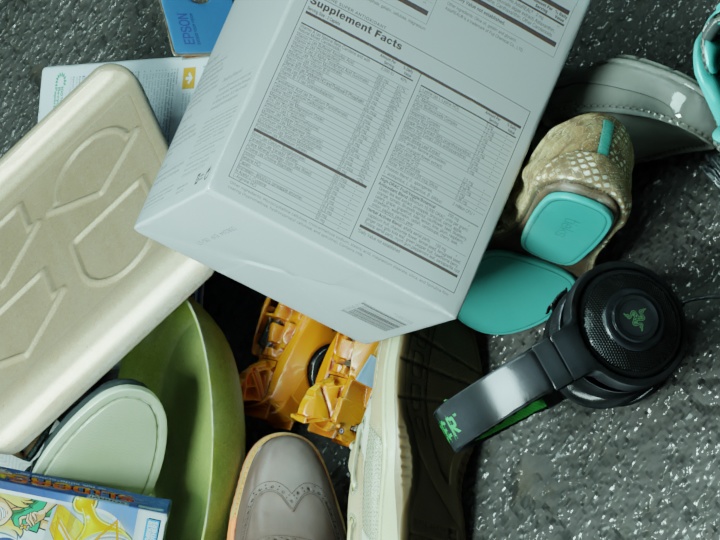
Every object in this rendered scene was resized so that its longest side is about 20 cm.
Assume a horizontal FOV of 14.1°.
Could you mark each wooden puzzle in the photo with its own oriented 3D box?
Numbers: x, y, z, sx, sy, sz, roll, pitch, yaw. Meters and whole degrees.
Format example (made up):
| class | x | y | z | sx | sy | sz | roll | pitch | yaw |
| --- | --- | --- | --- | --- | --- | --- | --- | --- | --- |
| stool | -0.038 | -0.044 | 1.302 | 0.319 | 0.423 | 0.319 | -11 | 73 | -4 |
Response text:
| class | x | y | z | sx | sy | sz | roll | pitch | yaw |
| --- | --- | --- | --- | --- | --- | --- | --- | --- | --- |
| wooden puzzle | -0.172 | -0.005 | 1.747 | 0.185 | 0.046 | 0.200 | -43 | 42 | 12 |

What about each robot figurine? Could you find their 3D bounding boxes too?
| class | x | y | z | sx | sy | sz | roll | pitch | yaw |
| --- | --- | --- | --- | --- | --- | --- | --- | --- | --- |
| robot figurine | 0.000 | 0.000 | 1.688 | 0.145 | 0.058 | 0.200 | 10 | 76 | 54 |

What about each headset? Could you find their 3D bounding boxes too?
| class | x | y | z | sx | sy | sz | roll | pitch | yaw |
| --- | --- | --- | --- | --- | --- | --- | --- | --- | --- |
| headset | 0.123 | 0.022 | 1.481 | 0.200 | 0.124 | 0.094 | -28 | 83 | -3 |

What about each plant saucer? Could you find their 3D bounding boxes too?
| class | x | y | z | sx | sy | sz | roll | pitch | yaw |
| --- | --- | --- | --- | --- | --- | --- | --- | --- | --- |
| plant saucer | -0.106 | 0.109 | 1.719 | 0.200 | 0.031 | 0.201 | -176 | 90 | -68 |

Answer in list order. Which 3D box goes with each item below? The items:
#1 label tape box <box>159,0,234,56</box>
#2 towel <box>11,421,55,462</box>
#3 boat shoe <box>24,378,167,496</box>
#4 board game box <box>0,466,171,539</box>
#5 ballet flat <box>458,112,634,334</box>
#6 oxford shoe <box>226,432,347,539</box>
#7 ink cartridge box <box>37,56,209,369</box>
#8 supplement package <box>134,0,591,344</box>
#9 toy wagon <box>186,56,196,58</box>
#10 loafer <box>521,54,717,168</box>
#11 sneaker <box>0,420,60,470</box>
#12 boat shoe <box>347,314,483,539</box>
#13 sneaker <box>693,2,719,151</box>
| class | x | y | z | sx | sy | sz | roll | pitch | yaw |
| --- | --- | --- | --- | --- | --- | --- | --- | --- | --- |
| label tape box | -0.025 | -0.152 | 1.703 | 0.144 | 0.199 | 0.063 | -107 | 19 | -44 |
| towel | -0.193 | 0.016 | 1.803 | 0.147 | 0.022 | 0.200 | 17 | 73 | 49 |
| boat shoe | -0.169 | 0.129 | 1.735 | 0.066 | 0.074 | 0.200 | -106 | 29 | -50 |
| board game box | -0.193 | 0.218 | 1.680 | 0.034 | 0.135 | 0.201 | -86 | 7 | -81 |
| ballet flat | 0.101 | -0.026 | 1.545 | 0.200 | 0.070 | 0.065 | 133 | 158 | -63 |
| oxford shoe | -0.031 | 0.175 | 1.590 | 0.073 | 0.071 | 0.200 | 116 | 152 | -62 |
| ink cartridge box | -0.142 | -0.035 | 1.858 | 0.200 | 0.043 | 0.197 | 2 | 85 | 49 |
| supplement package | 0.001 | -0.087 | 1.546 | 0.200 | 0.150 | 0.152 | -67 | 15 | -14 |
| toy wagon | -0.065 | -0.148 | 1.876 | 0.155 | 0.040 | 0.200 | -48 | 39 | 18 |
| loafer | 0.127 | -0.075 | 1.579 | 0.200 | 0.070 | 0.070 | 4 | 67 | 60 |
| sneaker | -0.224 | 0.123 | 1.879 | 0.074 | 0.116 | 0.200 | -32 | 70 | -11 |
| boat shoe | 0.021 | 0.102 | 1.594 | 0.065 | 0.072 | 0.200 | -18 | 61 | 42 |
| sneaker | 0.209 | -0.120 | 1.488 | 0.078 | 0.091 | 0.200 | -33 | 46 | 32 |
